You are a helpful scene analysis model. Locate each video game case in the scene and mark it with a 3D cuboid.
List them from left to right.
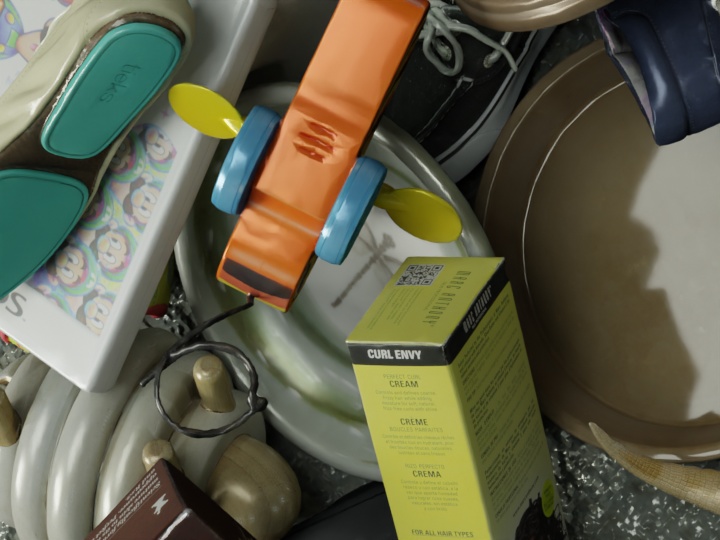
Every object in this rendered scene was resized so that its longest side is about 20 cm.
[{"bbox_3d":[-0.146,-0.075,1.282,0.182,0.024,0.201,33,108,27],"label":"video game case"}]

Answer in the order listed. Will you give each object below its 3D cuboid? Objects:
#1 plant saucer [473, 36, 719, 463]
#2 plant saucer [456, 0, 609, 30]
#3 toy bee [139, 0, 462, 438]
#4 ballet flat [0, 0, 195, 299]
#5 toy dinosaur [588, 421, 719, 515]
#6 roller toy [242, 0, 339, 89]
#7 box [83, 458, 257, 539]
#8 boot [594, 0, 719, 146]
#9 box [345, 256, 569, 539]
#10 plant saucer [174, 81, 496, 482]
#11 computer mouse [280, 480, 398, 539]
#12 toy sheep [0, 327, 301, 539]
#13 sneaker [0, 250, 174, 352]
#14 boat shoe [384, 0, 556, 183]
[{"bbox_3d":[0.145,-0.013,1.274,0.199,0.029,0.201,-2,85,26],"label":"plant saucer"},{"bbox_3d":[0.106,-0.187,1.181,0.200,0.029,0.201,-35,31,25],"label":"plant saucer"},{"bbox_3d":[-0.036,-0.031,1.205,0.200,0.109,0.131,-43,86,-6],"label":"toy bee"},{"bbox_3d":[-0.140,-0.062,1.234,0.200,0.069,0.070,-46,68,28],"label":"ballet flat"},{"bbox_3d":[0.199,0.112,1.223,0.199,0.058,0.102,1,81,8],"label":"toy dinosaur"},{"bbox_3d":[-0.079,-0.165,1.334,0.182,0.140,0.201,37,102,23],"label":"roller toy"},{"bbox_3d":[-0.048,0.190,1.261,0.100,0.075,0.200,-45,112,2],"label":"box"},{"bbox_3d":[0.136,-0.154,1.239,0.090,0.073,0.201,-19,64,-3],"label":"boot"},{"bbox_3d":[0.050,0.097,1.235,0.050,0.075,0.201,0,122,27],"label":"box"},{"bbox_3d":[0.000,0.000,1.307,0.199,0.050,0.201,22,127,33],"label":"plant saucer"},{"bbox_3d":[-0.031,0.194,1.336,0.199,0.046,0.141,-30,74,21],"label":"computer mouse"},{"bbox_3d":[-0.118,0.084,1.340,0.199,0.138,0.139,21,96,21],"label":"toy sheep"},{"bbox_3d":[-0.179,0.004,1.407,0.199,0.078,0.091,-12,83,25],"label":"sneaker"},{"bbox_3d":[0.053,-0.119,1.298,0.200,0.068,0.074,-49,54,14],"label":"boat shoe"}]
